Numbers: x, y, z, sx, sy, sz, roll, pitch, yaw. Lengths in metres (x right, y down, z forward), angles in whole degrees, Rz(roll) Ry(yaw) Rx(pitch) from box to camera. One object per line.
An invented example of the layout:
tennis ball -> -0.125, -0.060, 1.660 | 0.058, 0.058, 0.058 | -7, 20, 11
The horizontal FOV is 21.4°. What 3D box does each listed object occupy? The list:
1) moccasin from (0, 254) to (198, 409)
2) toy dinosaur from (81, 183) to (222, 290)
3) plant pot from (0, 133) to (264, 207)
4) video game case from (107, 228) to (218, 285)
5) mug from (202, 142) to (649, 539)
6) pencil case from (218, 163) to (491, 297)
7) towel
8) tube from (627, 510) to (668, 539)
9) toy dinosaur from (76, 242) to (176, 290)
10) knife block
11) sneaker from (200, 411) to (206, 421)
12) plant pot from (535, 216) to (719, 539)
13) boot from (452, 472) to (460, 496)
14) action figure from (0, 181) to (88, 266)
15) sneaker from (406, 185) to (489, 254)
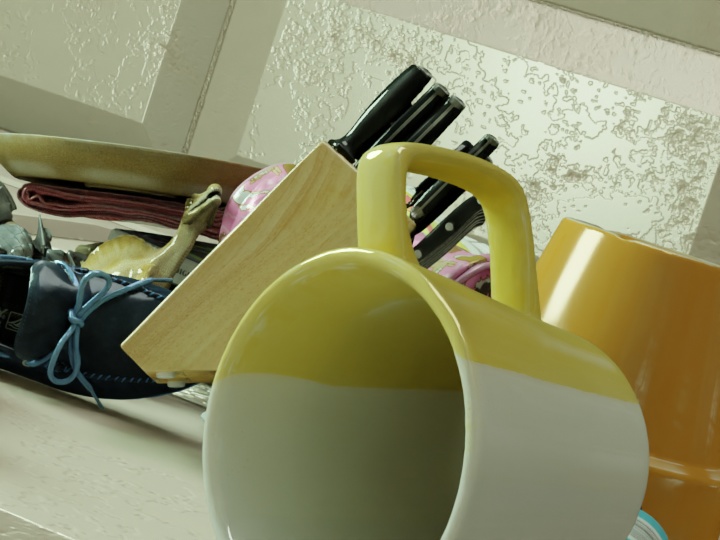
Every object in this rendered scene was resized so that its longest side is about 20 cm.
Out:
moccasin -> -0.179, 0.032, 1.065 | 0.200, 0.081, 0.068 | 6, -12, 7
toy dinosaur -> -0.160, 0.022, 1.180 | 0.058, 0.200, 0.101 | 57, 9, -49
plant pot -> -0.151, -0.064, 1.275 | 0.200, 0.028, 0.200 | 7, -2, 0
video game case -> -0.045, 0.015, 1.309 | 0.182, 0.023, 0.200 | 21, 8, 37
mug -> 0.047, 0.059, 0.785 | 0.153, 0.187, 0.149 | 11, 16, -44
pencil case -> 0.000, 0.000, 1.137 | 0.086, 0.083, 0.200 | -2, 20, -45
towel -> -0.150, -0.038, 1.360 | 0.144, 0.023, 0.200 | 8, -1, 5
tube -> 0.101, 0.149, 0.883 | 0.077, 0.050, 0.200 | 7, 5, 20
toy dinosaur -> -0.195, 0.014, 1.369 | 0.200, 0.058, 0.101 | 25, -15, -18
knife block -> -0.025, -0.028, 1.024 | 0.200, 0.176, 0.064 | -1, -10, 0
sneaker -> -0.029, 0.070, 1.150 | 0.115, 0.075, 0.200 | 21, 7, -6
plant pot -> 0.165, 0.070, 1.257 | 0.200, 0.183, 0.200 | 18, 4, -1
boot -> 0.069, 0.108, 0.983 | 0.200, 0.064, 0.186 | 12, 19, -42
action figure -> -0.274, -0.018, 1.262 | 0.200, 0.069, 0.130 | 11, 20, -14
sneaker -> 0.014, -0.020, 1.330 | 0.090, 0.078, 0.200 | 11, 9, -35
